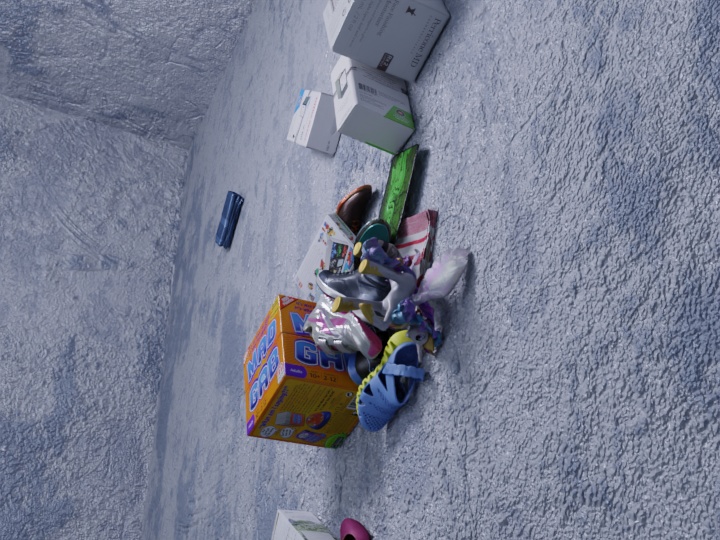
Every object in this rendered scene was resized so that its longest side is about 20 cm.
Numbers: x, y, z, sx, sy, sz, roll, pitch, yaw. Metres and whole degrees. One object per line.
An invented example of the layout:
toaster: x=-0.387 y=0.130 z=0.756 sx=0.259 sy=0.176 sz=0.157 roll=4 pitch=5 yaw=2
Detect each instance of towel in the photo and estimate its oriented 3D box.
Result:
towel: x=-0.480 y=-0.186 z=2.822 sx=0.112 sy=0.048 sz=0.203 roll=36 pitch=111 yaw=65
towel: x=0.088 y=-0.006 z=1.445 sx=0.144 sy=0.022 sz=0.203 roll=162 pitch=119 yaw=-65

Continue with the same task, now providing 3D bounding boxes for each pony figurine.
pony figurine: x=0.071 y=0.031 z=1.281 sx=0.166 sy=0.198 sz=0.196 roll=-8 pitch=57 yaw=60

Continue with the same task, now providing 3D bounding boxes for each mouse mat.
mouse mat: x=0.068 y=-0.148 z=1.557 sx=0.161 sy=0.007 sz=0.203 roll=176 pitch=109 yaw=-74

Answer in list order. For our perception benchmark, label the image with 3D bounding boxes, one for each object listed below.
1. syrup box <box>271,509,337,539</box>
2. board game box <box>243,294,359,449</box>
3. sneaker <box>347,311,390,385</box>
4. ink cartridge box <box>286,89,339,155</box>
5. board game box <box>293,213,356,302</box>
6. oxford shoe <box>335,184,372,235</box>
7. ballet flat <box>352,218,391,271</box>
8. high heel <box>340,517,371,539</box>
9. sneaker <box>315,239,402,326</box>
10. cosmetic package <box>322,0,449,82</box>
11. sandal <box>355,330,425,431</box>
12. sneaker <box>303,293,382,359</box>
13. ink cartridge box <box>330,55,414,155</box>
syrup box: x=-0.108 y=0.542 z=1.520 sx=0.199 sy=0.078 sz=0.083 roll=5 pitch=83 yaw=67
board game box: x=-0.105 y=0.205 z=1.543 sx=0.201 sy=0.197 sz=0.202 roll=-56 pitch=31 yaw=37
sneaker: x=0.023 y=0.124 z=1.481 sx=0.077 sy=0.070 sz=0.202 roll=-30 pitch=39 yaw=28
ink cartridge box: x=-0.116 y=-0.396 z=2.052 sx=0.200 sy=0.085 sz=0.149 roll=-143 pitch=69 yaw=-67
board game box: x=-0.068 y=-0.009 z=1.717 sx=0.127 sy=0.034 sz=0.201 roll=49 pitch=128 yaw=25
oxford shoe: x=-0.021 y=-0.105 z=1.721 sx=0.073 sy=0.071 sz=0.201 roll=55 pitch=130 yaw=25
ballet flat: x=0.016 y=-0.035 z=1.534 sx=0.075 sy=0.073 sz=0.202 roll=-104 pitch=23 yaw=-47
high heel: x=-0.026 y=0.495 z=1.335 sx=0.068 sy=0.095 sz=0.200 roll=-70 pitch=24 yaw=13
sneaker: x=0.002 y=0.000 z=1.471 sx=0.201 sy=0.076 sz=0.148 roll=31 pitch=105 yaw=45
cosmetic package: x=0.049 y=-0.526 z=1.596 sx=0.166 sy=0.197 sz=0.166 roll=-58 pitch=29 yaw=36
sandal: x=0.054 y=0.205 z=1.343 sx=0.202 sy=0.078 sz=0.087 roll=-67 pitch=29 yaw=25
sneaker: x=-0.035 y=0.121 z=1.416 sx=0.089 sy=0.081 sz=0.199 roll=-51 pitch=36 yaw=-6
ink cartridge box: x=0.023 y=-0.358 z=1.626 sx=0.084 sy=0.144 sz=0.202 roll=-50 pitch=34 yaw=38
